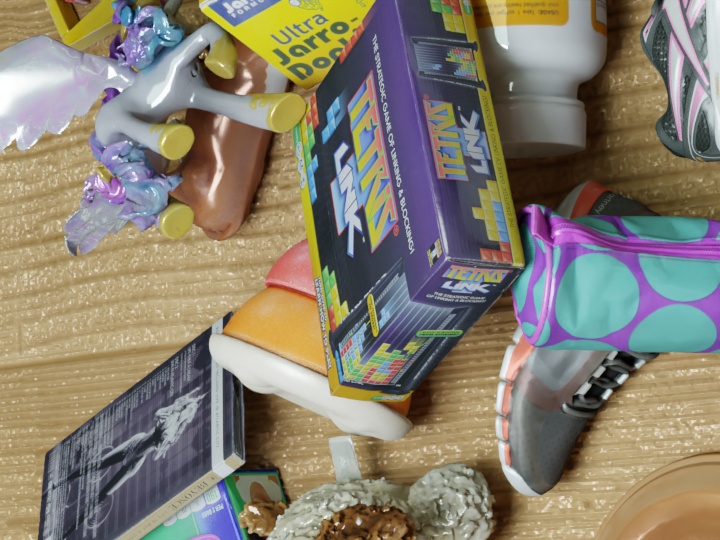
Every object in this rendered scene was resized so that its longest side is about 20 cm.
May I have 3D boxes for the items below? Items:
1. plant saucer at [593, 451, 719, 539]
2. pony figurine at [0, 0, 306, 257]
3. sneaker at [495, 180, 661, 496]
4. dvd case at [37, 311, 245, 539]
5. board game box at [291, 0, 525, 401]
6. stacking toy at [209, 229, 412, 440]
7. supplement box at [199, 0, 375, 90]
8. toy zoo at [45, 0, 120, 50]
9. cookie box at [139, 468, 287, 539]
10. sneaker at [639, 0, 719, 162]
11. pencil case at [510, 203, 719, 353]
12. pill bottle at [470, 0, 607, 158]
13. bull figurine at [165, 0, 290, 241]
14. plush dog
[{"bbox_3d":[0.216,0.209,1.208,0.199,0.037,0.202,-2,87,35],"label":"plant saucer"},{"bbox_3d":[-0.151,-0.101,1.345,0.193,0.167,0.200,-45,39,-3],"label":"pony figurine"},{"bbox_3d":[0.143,0.049,1.249,0.081,0.077,0.201,17,97,28],"label":"sneaker"},{"bbox_3d":[-0.156,0.133,1.429,0.200,0.016,0.149,-37,32,23],"label":"dvd case"},{"bbox_3d":[0.023,-0.047,1.213,0.165,0.056,0.201,126,142,-50],"label":"board game box"},{"bbox_3d":[0.000,0.000,1.334,0.146,0.146,0.201,20,83,34],"label":"stacking toy"},{"bbox_3d":[-0.030,-0.241,1.322,0.108,0.109,0.201,-25,49,31],"label":"supplement box"},{"bbox_3d":[-0.201,-0.261,1.538,0.131,0.020,0.201,-36,68,28],"label":"toy zoo"},{"bbox_3d":[-0.107,0.262,1.407,0.171,0.075,0.201,-30,71,30],"label":"cookie box"},{"bbox_3d":[0.205,-0.160,1.217,0.086,0.080,0.202,-5,78,45],"label":"sneaker"},{"bbox_3d":[0.186,0.004,1.153,0.093,0.198,0.086,101,167,-54],"label":"pencil case"},{"bbox_3d":[0.099,-0.175,1.268,0.110,0.111,0.202,-3,85,35],"label":"pill bottle"},{"bbox_3d":[-0.095,-0.125,1.430,0.121,0.065,0.201,25,99,37],"label":"bull figurine"},{"bbox_3d":[-0.023,0.200,1.271,0.160,0.172,0.201,27,103,9],"label":"plush dog"}]
